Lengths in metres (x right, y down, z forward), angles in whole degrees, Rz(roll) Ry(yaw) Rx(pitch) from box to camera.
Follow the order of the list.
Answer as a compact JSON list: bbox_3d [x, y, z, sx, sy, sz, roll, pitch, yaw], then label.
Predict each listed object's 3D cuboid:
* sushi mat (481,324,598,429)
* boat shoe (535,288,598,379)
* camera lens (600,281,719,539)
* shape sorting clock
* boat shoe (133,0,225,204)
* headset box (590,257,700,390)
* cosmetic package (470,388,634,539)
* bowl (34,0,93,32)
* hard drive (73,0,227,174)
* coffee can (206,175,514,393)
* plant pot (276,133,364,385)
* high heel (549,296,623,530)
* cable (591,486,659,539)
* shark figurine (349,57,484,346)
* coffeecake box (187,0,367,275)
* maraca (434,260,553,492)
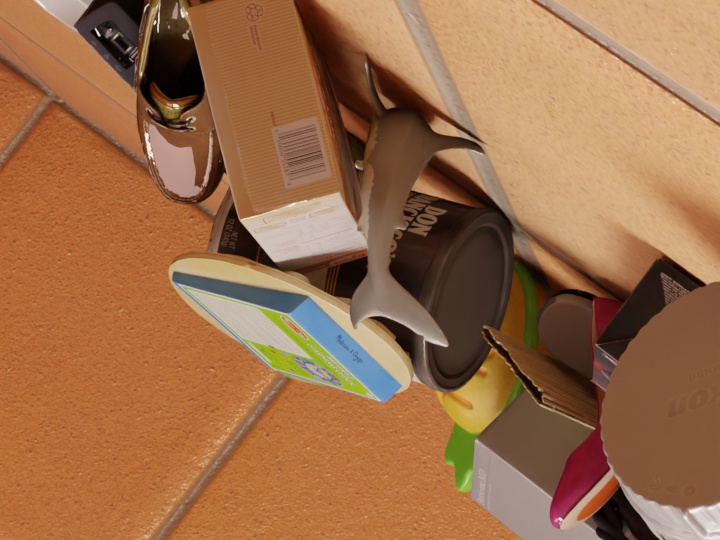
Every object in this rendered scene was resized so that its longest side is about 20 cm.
[{"bbox_3d":[0.176,0.099,1.715,0.200,0.012,0.096,25,-162,-44],"label":"sushi mat"},{"bbox_3d":[0.225,0.079,1.728,0.200,0.069,0.057,37,-159,-1],"label":"boat shoe"},{"bbox_3d":[0.247,0.114,1.262,0.200,0.160,0.160,42,174,-39],"label":"camera lens"},{"bbox_3d":[-0.051,0.038,1.667,0.200,0.039,0.200,27,164,8],"label":"shape sorting clock"},{"bbox_3d":[-0.136,-0.130,1.616,0.072,0.200,0.068,3,-150,9],"label":"boat shoe"},{"bbox_3d":[0.236,0.079,1.511,0.149,0.077,0.200,37,174,10],"label":"headset box"},{"bbox_3d":[0.185,0.187,1.747,0.200,0.090,0.107,34,153,23],"label":"cosmetic package"},{"bbox_3d":[-0.236,-0.254,1.826,0.200,0.075,0.200,35,175,42],"label":"bowl"},{"bbox_3d":[-0.118,-0.154,1.716,0.200,0.042,0.135,43,-148,-12],"label":"hard drive"},{"bbox_3d":[0.000,0.000,1.758,0.200,0.147,0.146,16,166,26],"label":"coffee can"},{"bbox_3d":[-0.033,-0.031,1.973,0.200,0.200,0.190,35,162,28],"label":"plant pot"},{"bbox_3d":[0.165,0.103,1.626,0.096,0.200,0.067,32,139,14],"label":"high heel"},{"bbox_3d":[0.252,0.166,1.624,0.163,0.200,0.051,-5,128,18],"label":"cable"},{"bbox_3d":[0.040,-0.059,1.519,0.089,0.215,0.128,0,131,7],"label":"shark figurine"},{"bbox_3d":[-0.052,-0.093,1.560,0.200,0.073,0.154,58,-163,-77],"label":"coffeecake box"},{"bbox_3d":[0.110,0.089,1.894,0.107,0.200,0.137,11,171,-20],"label":"maraca"}]
